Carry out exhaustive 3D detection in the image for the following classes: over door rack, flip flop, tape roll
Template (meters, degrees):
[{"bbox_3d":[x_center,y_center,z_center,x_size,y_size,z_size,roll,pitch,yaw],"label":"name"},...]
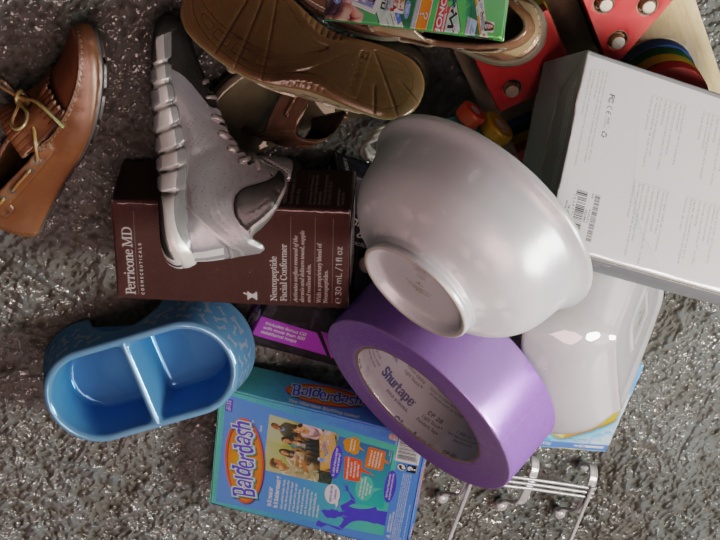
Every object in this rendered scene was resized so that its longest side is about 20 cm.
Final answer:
[{"bbox_3d":[0.146,0.276,1.634,0.148,0.067,0.200,10,103,-17],"label":"over door rack"},{"bbox_3d":[-0.038,-0.135,1.305,0.200,0.058,0.081,-13,128,-1],"label":"flip flop"},{"bbox_3d":[0.067,0.094,1.354,0.066,0.200,0.200,-45,130,-21],"label":"tape roll"}]

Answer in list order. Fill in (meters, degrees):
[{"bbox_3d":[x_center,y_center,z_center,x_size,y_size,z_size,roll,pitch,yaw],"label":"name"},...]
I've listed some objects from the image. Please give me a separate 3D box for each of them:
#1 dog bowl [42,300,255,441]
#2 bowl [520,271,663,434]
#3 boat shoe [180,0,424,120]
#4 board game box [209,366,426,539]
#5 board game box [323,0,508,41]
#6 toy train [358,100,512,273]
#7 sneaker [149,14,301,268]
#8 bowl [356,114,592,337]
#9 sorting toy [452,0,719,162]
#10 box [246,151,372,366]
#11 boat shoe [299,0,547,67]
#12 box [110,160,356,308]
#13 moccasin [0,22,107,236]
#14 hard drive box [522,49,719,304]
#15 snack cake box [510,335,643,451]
[{"bbox_3d":[-0.194,0.091,1.427,0.200,0.050,0.112,-16,111,10],"label":"dog bowl"},{"bbox_3d":[0.206,0.034,1.371,0.075,0.200,0.200,16,150,21],"label":"bowl"},{"bbox_3d":[-0.048,-0.166,1.251,0.200,0.063,0.073,26,84,-2],"label":"boat shoe"},{"bbox_3d":[-0.039,0.177,1.508,0.200,0.045,0.152,13,126,6],"label":"board game box"},{"bbox_3d":[0.051,-0.274,1.159,0.134,0.029,0.200,8,98,3],"label":"board game box"},{"bbox_3d":[0.068,-0.050,1.320,0.150,0.056,0.200,-21,146,-6],"label":"toy train"},{"bbox_3d":[-0.106,-0.104,1.264,0.115,0.075,0.200,-4,91,-5],"label":"sneaker"},{"bbox_3d":[0.067,-0.014,1.192,0.090,0.201,0.201,-49,130,-22],"label":"bowl"},{"bbox_3d":[0.189,-0.174,1.312,0.199,0.070,0.200,-24,127,8],"label":"sorting toy"},{"bbox_3d":[0.000,0.000,1.429,0.143,0.036,0.200,16,121,-21],"label":"box"},{"bbox_3d":[0.045,-0.208,1.221,0.200,0.072,0.076,12,95,10],"label":"boat shoe"},{"bbox_3d":[-0.104,-0.031,1.339,0.200,0.075,0.100,3,123,3],"label":"box"},{"bbox_3d":[-0.260,-0.115,1.276,0.078,0.074,0.201,13,133,-29],"label":"moccasin"},{"bbox_3d":[0.231,-0.069,1.259,0.200,0.077,0.156,15,84,-20],"label":"hard drive box"},{"bbox_3d":[0.153,0.103,1.515,0.200,0.067,0.115,6,127,-15],"label":"snack cake box"}]
